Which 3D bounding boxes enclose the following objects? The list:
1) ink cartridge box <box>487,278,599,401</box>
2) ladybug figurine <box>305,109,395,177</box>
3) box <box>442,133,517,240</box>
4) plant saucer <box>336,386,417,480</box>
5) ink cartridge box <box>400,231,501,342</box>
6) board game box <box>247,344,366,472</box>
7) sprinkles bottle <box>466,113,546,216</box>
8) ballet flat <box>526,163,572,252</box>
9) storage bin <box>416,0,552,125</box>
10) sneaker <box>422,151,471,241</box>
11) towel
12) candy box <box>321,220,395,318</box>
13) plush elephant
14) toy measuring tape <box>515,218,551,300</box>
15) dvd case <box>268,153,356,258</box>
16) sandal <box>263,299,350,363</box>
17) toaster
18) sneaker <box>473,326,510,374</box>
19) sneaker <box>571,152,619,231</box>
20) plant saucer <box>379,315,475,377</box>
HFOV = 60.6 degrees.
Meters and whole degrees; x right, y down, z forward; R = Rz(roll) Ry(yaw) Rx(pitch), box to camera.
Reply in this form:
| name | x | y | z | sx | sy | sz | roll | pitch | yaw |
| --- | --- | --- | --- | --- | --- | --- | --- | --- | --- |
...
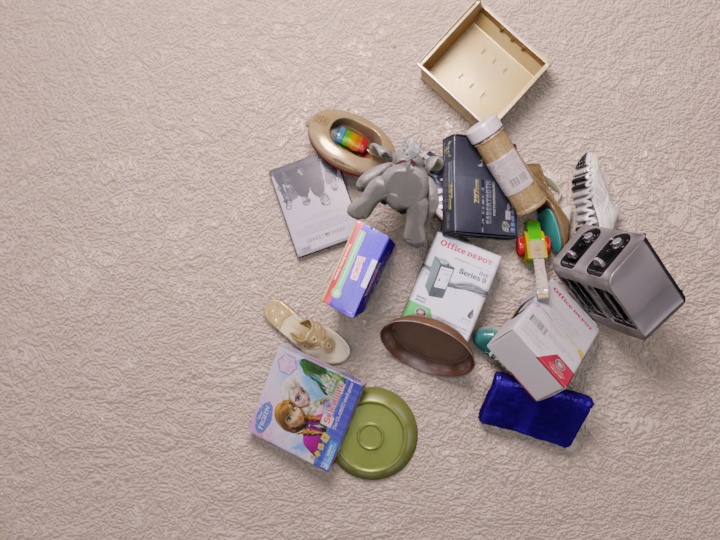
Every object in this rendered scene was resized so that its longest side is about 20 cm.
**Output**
| name | x | y | z | sx | sy | sz | roll | pitch | yaw |
| --- | --- | --- | --- | --- | --- | --- | --- | --- | --- |
| ink cartridge box | 0.361 | 0.132 | 1.204 | 0.146 | 0.200 | 0.083 | 48 | 137 | 4 |
| ladybug figurine | -0.024 | -0.260 | 1.288 | 0.200 | 0.072 | 0.136 | 29 | 61 | -4 |
| box | 0.242 | -0.165 | 1.249 | 0.157 | 0.051 | 0.201 | 4 | 84 | -25 |
| plant saucer | 0.022 | 0.350 | 1.311 | 0.199 | 0.031 | 0.201 | 0 | 89 | 4 |
| ink cartridge box | 0.185 | 0.036 | 1.274 | 0.146 | 0.084 | 0.200 | 22 | 91 | 5 |
| board game box | -0.114 | 0.287 | 1.297 | 0.199 | 0.041 | 0.201 | 22 | 95 | 13 |
| sprinkles bottle | 0.286 | -0.205 | 1.208 | 0.068 | 0.068 | 0.200 | -34 | 101 | 3 |
| ballet flat | 0.393 | -0.137 | 1.277 | 0.072 | 0.068 | 0.200 | -26 | 83 | -15 |
| storage bin | 0.256 | -0.418 | 1.270 | 0.200 | 0.094 | 0.199 | 43 | 93 | 4 |
| sneaker | 0.184 | -0.161 | 1.284 | 0.200 | 0.070 | 0.109 | 45 | 95 | 7 |
| towel | 0.348 | 0.285 | 1.239 | 0.199 | 0.050 | 0.148 | 13 | 131 | 6 |
| candy box | 0.000 | 0.000 | 1.232 | 0.077 | 0.200 | 0.169 | 25 | 91 | 5 |
| plush elephant | 0.080 | -0.174 | 1.200 | 0.164 | 0.155 | 0.200 | 19 | 112 | 1 |
| toy measuring tape | 0.355 | -0.016 | 1.249 | 0.073 | 0.074 | 0.200 | -1 | 59 | 5 |
| dvd case | -0.097 | -0.145 | 1.330 | 0.150 | 0.025 | 0.201 | -19 | 88 | 4 |
| sandal | -0.120 | 0.135 | 1.305 | 0.211 | 0.070 | 0.078 | 34 | 92 | 4 |
| toaster | 0.486 | 0.022 | 1.164 | 0.119 | 0.181 | 0.200 | -43 | 110 | -4 |
| sneaker | 0.320 | 0.182 | 1.253 | 0.200 | 0.080 | 0.071 | 24 | 132 | 4 |
| sneaker | 0.484 | -0.142 | 1.264 | 0.081 | 0.075 | 0.201 | -7 | 96 | -3 |
| plant saucer | 0.137 | 0.148 | 1.241 | 0.200 | 0.200 | 0.035 | 22 | 58 | 5 |
